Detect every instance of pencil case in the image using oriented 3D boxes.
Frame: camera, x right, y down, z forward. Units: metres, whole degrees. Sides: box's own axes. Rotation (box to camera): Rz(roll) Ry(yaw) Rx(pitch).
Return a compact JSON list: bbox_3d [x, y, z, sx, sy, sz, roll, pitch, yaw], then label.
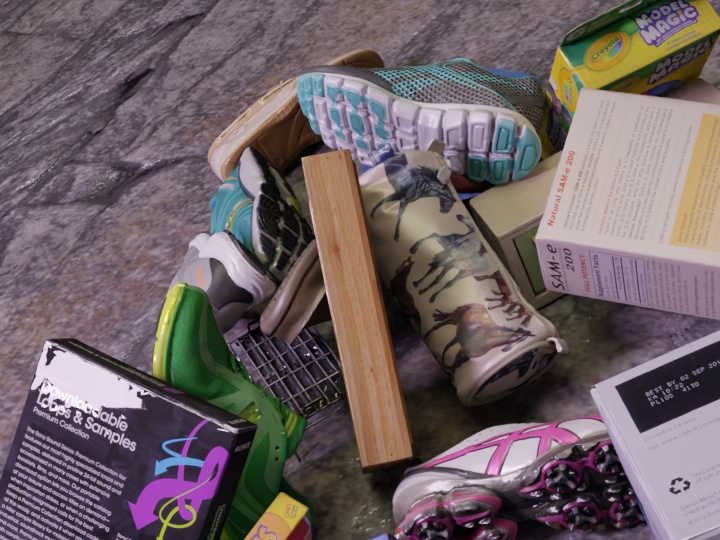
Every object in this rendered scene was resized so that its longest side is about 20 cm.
[{"bbox_3d":[0.065,0.002,0.971,0.089,0.078,0.200,-46,58,24],"label":"pencil case"}]

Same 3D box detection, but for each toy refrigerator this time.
[{"bbox_3d":[0.190,-0.055,1.030,0.200,0.076,0.070,-27,33,-2],"label":"toy refrigerator"}]

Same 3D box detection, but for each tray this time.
[{"bbox_3d":[-0.002,0.030,0.920,0.037,0.201,0.099,-12,-11,-2],"label":"tray"}]

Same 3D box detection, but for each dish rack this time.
[{"bbox_3d":[-0.104,0.115,1.024,0.200,0.055,0.153,-30,34,-8],"label":"dish rack"}]

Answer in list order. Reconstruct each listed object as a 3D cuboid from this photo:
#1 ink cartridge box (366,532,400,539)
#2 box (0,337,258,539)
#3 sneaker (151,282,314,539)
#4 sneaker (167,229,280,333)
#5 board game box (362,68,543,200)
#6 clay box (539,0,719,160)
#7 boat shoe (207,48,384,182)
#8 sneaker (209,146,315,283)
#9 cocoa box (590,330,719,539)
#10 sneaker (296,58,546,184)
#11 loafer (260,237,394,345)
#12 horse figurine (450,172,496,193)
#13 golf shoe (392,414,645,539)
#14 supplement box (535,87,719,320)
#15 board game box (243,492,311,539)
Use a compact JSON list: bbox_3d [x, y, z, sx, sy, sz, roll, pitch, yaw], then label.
[{"bbox_3d":[-0.020,0.198,0.711,0.136,0.200,0.077,-23,71,6],"label":"ink cartridge box"},{"bbox_3d":[-0.158,0.159,0.855,0.143,0.201,0.036,23,10,19],"label":"box"},{"bbox_3d":[-0.079,0.092,0.906,0.083,0.200,0.074,-13,24,9],"label":"sneaker"},{"bbox_3d":[-0.123,0.017,1.098,0.079,0.074,0.200,-45,5,-10],"label":"sneaker"},{"bbox_3d":[0.084,-0.104,1.211,0.158,0.039,0.200,-10,38,13],"label":"board game box"},{"bbox_3d":[0.199,-0.143,1.045,0.115,0.200,0.048,-27,75,-7],"label":"clay box"},{"bbox_3d":[-0.067,-0.155,1.351,0.200,0.074,0.069,-37,39,-16],"label":"boat shoe"},{"bbox_3d":[-0.091,-0.034,1.222,0.080,0.077,0.200,-42,26,10],"label":"sneaker"},{"bbox_3d":[0.246,0.102,0.719,0.200,0.131,0.133,-24,33,4],"label":"cocoa box"},{"bbox_3d":[0.050,-0.126,1.064,0.199,0.078,0.091,16,46,16],"label":"sneaker"},{"bbox_3d":[0.000,0.000,1.055,0.200,0.067,0.076,-41,-11,-44],"label":"loafer"},{"bbox_3d":[0.057,-0.105,1.136,0.132,0.050,0.200,-11,27,-6],"label":"horse figurine"},{"bbox_3d":[0.111,0.117,0.849,0.199,0.073,0.092,-19,32,13],"label":"golf shoe"},{"bbox_3d":[0.228,-0.039,0.912,0.199,0.074,0.126,11,63,21],"label":"supplement box"},{"bbox_3d":[-0.092,0.231,0.812,0.030,0.096,0.200,28,56,22],"label":"board game box"}]
